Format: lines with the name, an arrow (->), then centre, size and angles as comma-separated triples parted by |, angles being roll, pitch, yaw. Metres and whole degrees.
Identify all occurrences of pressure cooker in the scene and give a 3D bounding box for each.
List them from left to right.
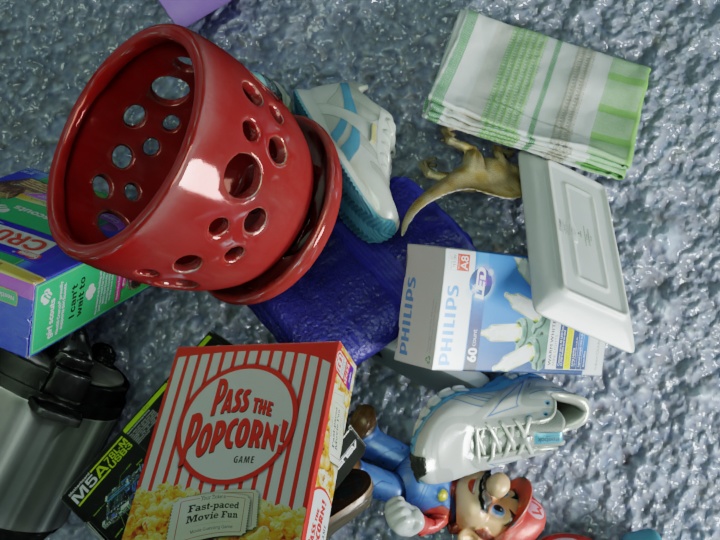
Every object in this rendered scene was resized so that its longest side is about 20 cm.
pressure cooker -> -0.310, 0.122, 0.871 | 0.176, 0.179, 0.200 | 29, 91, 14

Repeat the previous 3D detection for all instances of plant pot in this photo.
plant pot -> -0.131, -0.072, 0.795 | 0.200, 0.182, 0.201 | -20, 57, 34

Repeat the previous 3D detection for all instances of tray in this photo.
tray -> 0.195, -0.027, 0.854 | 0.107, 0.022, 0.200 | 21, 45, -19

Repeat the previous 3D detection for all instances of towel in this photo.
towel -> 0.000, 0.000, 0.879 | 0.200, 0.050, 0.148 | -34, 56, -16
towel -> 0.171, -0.175, 0.914 | 0.199, 0.031, 0.150 | 18, 60, 6

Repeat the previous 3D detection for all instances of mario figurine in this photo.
mario figurine -> 0.078, 0.185, 0.864 | 0.199, 0.106, 0.124 | 24, 81, -3

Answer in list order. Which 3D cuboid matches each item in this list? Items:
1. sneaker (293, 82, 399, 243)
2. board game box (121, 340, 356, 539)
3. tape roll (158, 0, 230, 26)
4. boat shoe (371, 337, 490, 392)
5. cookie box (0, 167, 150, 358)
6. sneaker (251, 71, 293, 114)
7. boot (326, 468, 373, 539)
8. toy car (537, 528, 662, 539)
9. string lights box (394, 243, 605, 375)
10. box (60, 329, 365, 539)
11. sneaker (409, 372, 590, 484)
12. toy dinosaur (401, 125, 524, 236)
sneaker -> 0.000, -0.110, 0.892 | 0.081, 0.077, 0.200 | -15, 52, -13
board game box -> -0.094, 0.154, 0.747 | 0.151, 0.046, 0.200 | -4, 54, 20
tape roll -> -0.188, -0.336, 0.901 | 0.085, 0.200, 0.200 | -31, 82, 1
boat shoe -> 0.039, 0.056, 0.909 | 0.199, 0.074, 0.068 | 23, 69, 19
cookie box -> -0.297, -0.015, 0.858 | 0.171, 0.200, 0.075 | 19, 115, 15
sneaker -> -0.156, -0.119, 0.929 | 0.078, 0.086, 0.200 | 42, 89, 16
boot -> -0.062, 0.250, 0.823 | 0.200, 0.075, 0.097 | -29, 116, 2
toy car -> 0.193, 0.322, 0.799 | 0.184, 0.200, 0.177 | -13, 85, 2
string lights box -> 0.130, 0.037, 0.849 | 0.199, 0.059, 0.103 | 5, 92, -34
box -> -0.127, 0.172, 0.810 | 0.193, 0.048, 0.200 | 26, 68, 39
sneaker -> 0.126, 0.134, 0.824 | 0.087, 0.200, 0.075 | 11, 112, 45
toy dinosaur -> 0.102, -0.091, 0.889 | 0.200, 0.058, 0.101 | -11, 42, -33
